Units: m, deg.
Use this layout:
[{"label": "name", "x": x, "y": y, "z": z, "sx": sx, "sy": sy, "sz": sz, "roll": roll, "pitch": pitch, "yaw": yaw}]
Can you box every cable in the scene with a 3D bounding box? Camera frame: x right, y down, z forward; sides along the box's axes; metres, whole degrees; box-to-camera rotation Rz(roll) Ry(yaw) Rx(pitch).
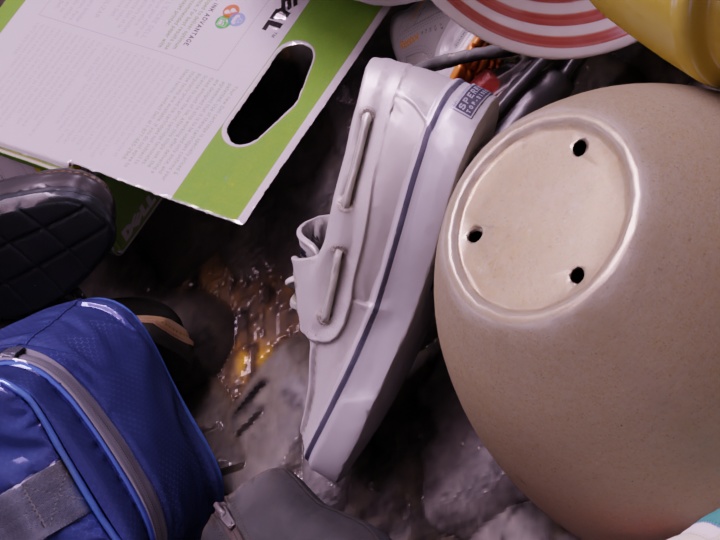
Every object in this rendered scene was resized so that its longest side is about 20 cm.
[{"label": "cable", "x": 0.081, "y": -0.095, "z": 1.170, "sx": 0.200, "sy": 0.097, "sz": 0.050, "roll": -51, "pitch": 14, "yaw": -2}]

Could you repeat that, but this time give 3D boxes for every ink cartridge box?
[{"label": "ink cartridge box", "x": -0.091, "y": -0.081, "z": 1.274, "sx": 0.199, "sy": 0.076, "sz": 0.148, "roll": 19, "pitch": 62, "yaw": 30}]

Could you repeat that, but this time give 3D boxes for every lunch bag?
[{"label": "lunch bag", "x": -0.179, "y": 0.114, "z": 1.194, "sx": 0.199, "sy": 0.132, "sz": 0.136, "roll": -28, "pitch": 94, "yaw": 25}]

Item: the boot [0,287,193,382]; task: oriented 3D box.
[{"label": "boot", "x": -0.163, "y": -0.001, "z": 1.316, "sx": 0.199, "sy": 0.077, "sz": 0.139, "roll": -8, "pitch": 59, "yaw": 33}]

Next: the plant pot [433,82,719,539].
[{"label": "plant pot", "x": 0.107, "y": 0.003, "z": 1.064, "sx": 0.200, "sy": 0.134, "sz": 0.201, "roll": -18, "pitch": 58, "yaw": 30}]

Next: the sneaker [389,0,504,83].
[{"label": "sneaker", "x": 0.080, "y": -0.165, "z": 1.212, "sx": 0.200, "sy": 0.076, "sz": 0.092, "roll": -53, "pitch": 43, "yaw": 2}]

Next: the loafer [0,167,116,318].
[{"label": "loafer", "x": -0.192, "y": -0.016, "z": 1.255, "sx": 0.199, "sy": 0.073, "sz": 0.073, "roll": -18, "pitch": 40, "yaw": 34}]

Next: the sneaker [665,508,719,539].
[{"label": "sneaker", "x": 0.159, "y": 0.116, "z": 0.981, "sx": 0.199, "sy": 0.093, "sz": 0.071, "roll": -32, "pitch": 85, "yaw": 24}]

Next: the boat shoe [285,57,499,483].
[{"label": "boat shoe", "x": 0.000, "y": 0.000, "z": 1.138, "sx": 0.065, "sy": 0.072, "sz": 0.201, "roll": 24, "pitch": 124, "yaw": 10}]

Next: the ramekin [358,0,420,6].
[{"label": "ramekin", "x": 0.016, "y": -0.217, "z": 1.191, "sx": 0.200, "sy": 0.105, "sz": 0.201, "roll": -35, "pitch": 40, "yaw": 36}]

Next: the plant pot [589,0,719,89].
[{"label": "plant pot", "x": 0.216, "y": -0.136, "z": 1.022, "sx": 0.189, "sy": 0.201, "sz": 0.201, "roll": 41, "pitch": 95, "yaw": 28}]

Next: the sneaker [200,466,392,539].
[{"label": "sneaker", "x": -0.057, "y": 0.189, "z": 1.149, "sx": 0.200, "sy": 0.075, "sz": 0.106, "roll": -54, "pitch": 38, "yaw": -1}]

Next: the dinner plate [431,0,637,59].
[{"label": "dinner plate", "x": 0.090, "y": -0.191, "z": 1.106, "sx": 0.201, "sy": 0.200, "sz": 0.024, "roll": -58, "pitch": 31, "yaw": -1}]
